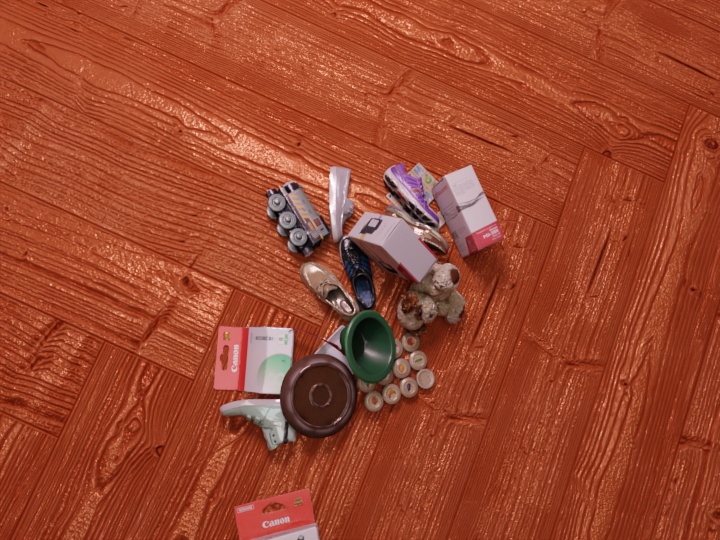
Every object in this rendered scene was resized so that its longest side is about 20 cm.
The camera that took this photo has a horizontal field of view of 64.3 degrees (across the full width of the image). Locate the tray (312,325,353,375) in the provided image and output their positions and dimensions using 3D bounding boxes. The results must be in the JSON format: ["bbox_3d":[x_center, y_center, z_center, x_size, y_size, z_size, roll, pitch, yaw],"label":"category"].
[{"bbox_3d":[-0.079,0.246,1.446,0.200,0.022,0.108,-45,95,-16],"label":"tray"}]

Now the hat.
[{"bbox_3d":[-0.033,0.183,1.442,0.165,0.174,0.203,-42,111,-38],"label":"hat"}]

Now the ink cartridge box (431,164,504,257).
[{"bbox_3d":[0.273,-0.149,1.473,0.082,0.147,0.203,-24,88,-8],"label":"ink cartridge box"}]

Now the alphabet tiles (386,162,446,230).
[{"bbox_3d":[0.148,-0.165,1.544,0.167,0.008,0.200,45,81,3],"label":"alphabet tiles"}]

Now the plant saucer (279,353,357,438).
[{"bbox_3d":[-0.098,0.306,1.400,0.195,0.032,0.205,3,78,-17],"label":"plant saucer"}]

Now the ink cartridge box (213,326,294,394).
[{"bbox_3d":[-0.267,0.223,1.438,0.195,0.050,0.165,4,81,-5],"label":"ink cartridge box"}]

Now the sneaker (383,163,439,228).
[{"bbox_3d":[0.146,-0.200,1.508,0.083,0.081,0.201,-36,84,-14],"label":"sneaker"}]

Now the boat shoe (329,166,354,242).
[{"bbox_3d":[-0.049,-0.174,1.506,0.067,0.072,0.205,0,72,-3],"label":"boat shoe"}]

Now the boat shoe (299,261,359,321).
[{"bbox_3d":[-0.080,0.047,1.461,0.072,0.065,0.200,-43,77,-7],"label":"boat shoe"}]

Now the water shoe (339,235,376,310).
[{"bbox_3d":[0.000,0.000,1.472,0.070,0.079,0.204,-19,83,-7],"label":"water shoe"}]

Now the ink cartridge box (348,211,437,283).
[{"bbox_3d":[0.075,-0.059,1.407,0.146,0.199,0.083,43,81,-25],"label":"ink cartridge box"}]

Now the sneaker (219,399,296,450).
[{"bbox_3d":[-0.247,0.378,1.398,0.195,0.074,0.121,1,75,-6],"label":"sneaker"}]

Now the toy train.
[{"bbox_3d":[-0.163,-0.136,1.486,0.113,0.085,0.202,-30,82,-20],"label":"toy train"}]

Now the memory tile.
[{"bbox_3d":[0.082,0.257,1.458,0.196,0.017,0.156,-20,84,-14],"label":"memory tile"}]

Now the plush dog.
[{"bbox_3d":[0.158,0.072,1.443,0.159,0.202,0.172,33,67,35],"label":"plush dog"}]

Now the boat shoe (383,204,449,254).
[{"bbox_3d":[0.140,-0.092,1.496,0.198,0.076,0.073,32,84,11],"label":"boat shoe"}]

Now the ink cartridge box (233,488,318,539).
[{"bbox_3d":[-0.199,0.642,1.381,0.195,0.044,0.178,-12,84,-5],"label":"ink cartridge box"}]
